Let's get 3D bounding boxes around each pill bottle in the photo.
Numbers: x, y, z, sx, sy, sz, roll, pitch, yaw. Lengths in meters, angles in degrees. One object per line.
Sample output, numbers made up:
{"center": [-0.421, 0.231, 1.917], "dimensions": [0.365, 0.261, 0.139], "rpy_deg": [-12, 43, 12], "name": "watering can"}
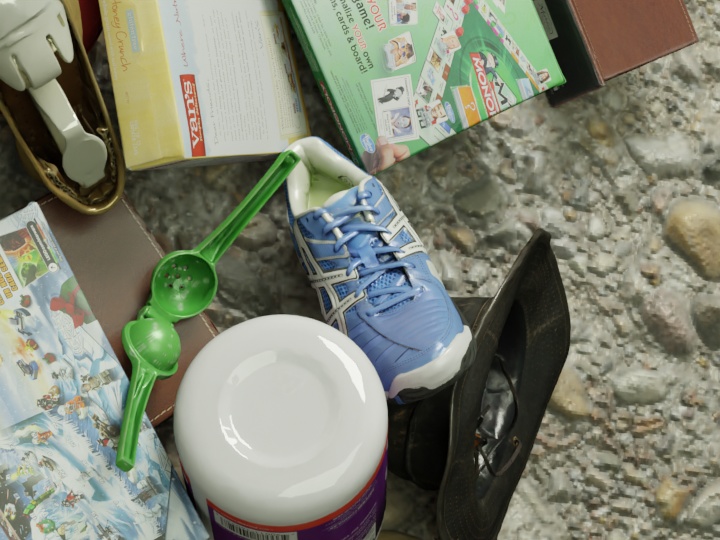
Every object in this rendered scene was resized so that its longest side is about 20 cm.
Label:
{"center": [-0.041, 0.108, 1.311], "dimensions": [0.111, 0.200, 0.113], "rpy_deg": [0, 68, 0], "name": "pill bottle"}

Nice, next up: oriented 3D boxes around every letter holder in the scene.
{"center": [-0.194, 0.055, 1.327], "dimensions": [0.199, 0.101, 0.143], "rpy_deg": [-36, 94, -18], "name": "letter holder"}

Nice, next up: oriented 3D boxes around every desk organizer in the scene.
{"center": [0.126, -0.212, 1.476], "dimensions": [0.077, 0.072, 0.201], "rpy_deg": [-22, 92, -21], "name": "desk organizer"}

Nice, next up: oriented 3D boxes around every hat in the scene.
{"center": [0.055, 0.068, 1.399], "dimensions": [0.080, 0.201, 0.202], "rpy_deg": [12, 78, 21], "name": "hat"}

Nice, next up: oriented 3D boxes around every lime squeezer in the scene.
{"center": [-0.093, 0.026, 1.269], "dimensions": [0.038, 0.070, 0.201], "rpy_deg": [48, 57, -35], "name": "lime squeezer"}

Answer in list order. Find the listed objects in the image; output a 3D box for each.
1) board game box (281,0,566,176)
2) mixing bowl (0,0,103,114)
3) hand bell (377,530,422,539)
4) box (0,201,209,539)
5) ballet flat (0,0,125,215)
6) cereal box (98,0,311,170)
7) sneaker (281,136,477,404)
{"center": [0.020, -0.172, 1.390], "dimensions": [0.134, 0.029, 0.201], "rpy_deg": [-26, 101, -11], "name": "board game box"}
{"center": [-0.205, -0.159, 1.314], "dimensions": [0.108, 0.199, 0.201], "rpy_deg": [42, 72, -36], "name": "mixing bowl"}
{"center": [0.045, 0.196, 1.336], "dimensions": [0.103, 0.200, 0.105], "rpy_deg": [2, 83, -18], "name": "hand bell"}
{"center": [-0.185, 0.084, 1.253], "dimensions": [0.136, 0.040, 0.201], "rpy_deg": [-27, 89, -20], "name": "box"}
{"center": [-0.160, -0.102, 1.219], "dimensions": [0.068, 0.200, 0.063], "rpy_deg": [-31, 53, -7], "name": "ballet flat"}
{"center": [-0.088, -0.131, 1.336], "dimensions": [0.039, 0.200, 0.145], "rpy_deg": [-10, 90, 19], "name": "cereal box"}
{"center": [0.000, 0.000, 1.331], "dimensions": [0.075, 0.200, 0.077], "rpy_deg": [-31, 131, -5], "name": "sneaker"}
